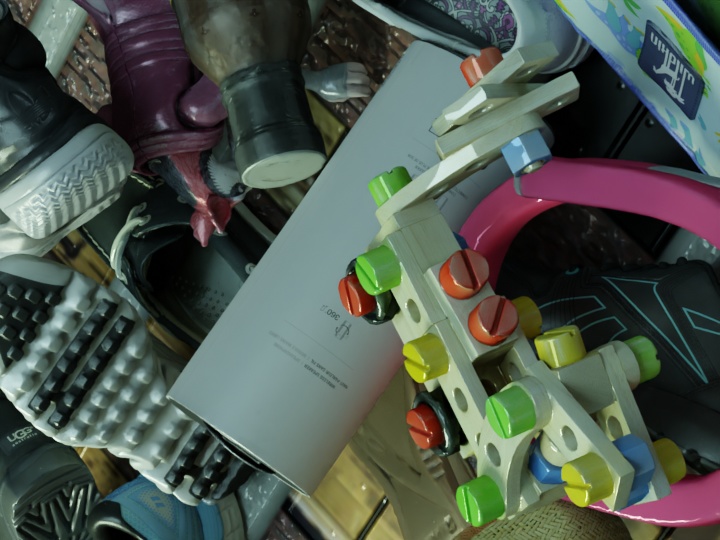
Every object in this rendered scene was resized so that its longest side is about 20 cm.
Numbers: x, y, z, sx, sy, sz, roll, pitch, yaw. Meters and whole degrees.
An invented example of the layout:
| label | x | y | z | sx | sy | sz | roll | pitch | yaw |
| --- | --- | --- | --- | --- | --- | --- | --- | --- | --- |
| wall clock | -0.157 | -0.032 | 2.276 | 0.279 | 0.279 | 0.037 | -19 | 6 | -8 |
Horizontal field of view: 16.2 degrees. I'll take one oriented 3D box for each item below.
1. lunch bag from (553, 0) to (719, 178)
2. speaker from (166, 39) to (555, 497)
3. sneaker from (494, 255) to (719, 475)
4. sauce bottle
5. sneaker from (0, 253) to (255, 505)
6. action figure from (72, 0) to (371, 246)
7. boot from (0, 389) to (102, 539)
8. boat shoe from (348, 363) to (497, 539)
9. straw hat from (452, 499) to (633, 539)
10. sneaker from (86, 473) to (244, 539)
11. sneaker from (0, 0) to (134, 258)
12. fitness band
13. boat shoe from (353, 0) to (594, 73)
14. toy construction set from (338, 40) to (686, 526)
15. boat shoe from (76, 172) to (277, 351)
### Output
| label | x | y | z | sx | sy | sz | roll | pitch | yaw |
| --- | --- | --- | --- | --- | --- | --- | --- | --- | --- |
| lunch bag | 0.169 | -0.123 | 1.014 | 0.170 | 0.127 | 0.200 | 51 | 139 | 15 |
| speaker | 0.000 | 0.000 | 1.128 | 0.081 | 0.081 | 0.200 | 30 | 82 | 31 |
| sneaker | 0.126 | 0.031 | 1.113 | 0.200 | 0.075 | 0.079 | 30 | 86 | 38 |
| sauce bottle | -0.059 | -0.135 | 1.162 | 0.065 | 0.065 | 0.200 | -28 | 68 | 38 |
| sneaker | -0.129 | 0.048 | 1.240 | 0.075 | 0.200 | 0.081 | -49 | 47 | -2 |
| action figure | -0.095 | -0.109 | 1.213 | 0.134 | 0.149 | 0.200 | -29 | 65 | 32 |
| boot | -0.204 | 0.087 | 1.367 | 0.200 | 0.066 | 0.165 | 48 | 152 | 33 |
| boat shoe | 0.040 | 0.076 | 1.190 | 0.073 | 0.063 | 0.200 | -39 | 69 | 52 |
| straw hat | 0.079 | 0.142 | 1.076 | 0.201 | 0.201 | 0.085 | -22 | 80 | 39 |
| sneaker | -0.101 | 0.201 | 1.295 | 0.078 | 0.090 | 0.200 | -15 | 87 | 39 |
| sneaker | -0.170 | -0.067 | 1.209 | 0.114 | 0.075 | 0.200 | 53 | 164 | -1 |
| fitness band | 0.108 | 0.028 | 1.040 | 0.200 | 0.037 | 0.144 | 13 | 101 | 44 |
| boat shoe | 0.018 | -0.145 | 1.158 | 0.200 | 0.068 | 0.072 | 40 | 120 | 28 |
| toy construction set | 0.055 | 0.013 | 1.003 | 0.131 | 0.092 | 0.200 | 129 | 131 | -63 |
| boat shoe | -0.088 | -0.007 | 1.270 | 0.200 | 0.060 | 0.076 | 29 | 115 | 32 |
